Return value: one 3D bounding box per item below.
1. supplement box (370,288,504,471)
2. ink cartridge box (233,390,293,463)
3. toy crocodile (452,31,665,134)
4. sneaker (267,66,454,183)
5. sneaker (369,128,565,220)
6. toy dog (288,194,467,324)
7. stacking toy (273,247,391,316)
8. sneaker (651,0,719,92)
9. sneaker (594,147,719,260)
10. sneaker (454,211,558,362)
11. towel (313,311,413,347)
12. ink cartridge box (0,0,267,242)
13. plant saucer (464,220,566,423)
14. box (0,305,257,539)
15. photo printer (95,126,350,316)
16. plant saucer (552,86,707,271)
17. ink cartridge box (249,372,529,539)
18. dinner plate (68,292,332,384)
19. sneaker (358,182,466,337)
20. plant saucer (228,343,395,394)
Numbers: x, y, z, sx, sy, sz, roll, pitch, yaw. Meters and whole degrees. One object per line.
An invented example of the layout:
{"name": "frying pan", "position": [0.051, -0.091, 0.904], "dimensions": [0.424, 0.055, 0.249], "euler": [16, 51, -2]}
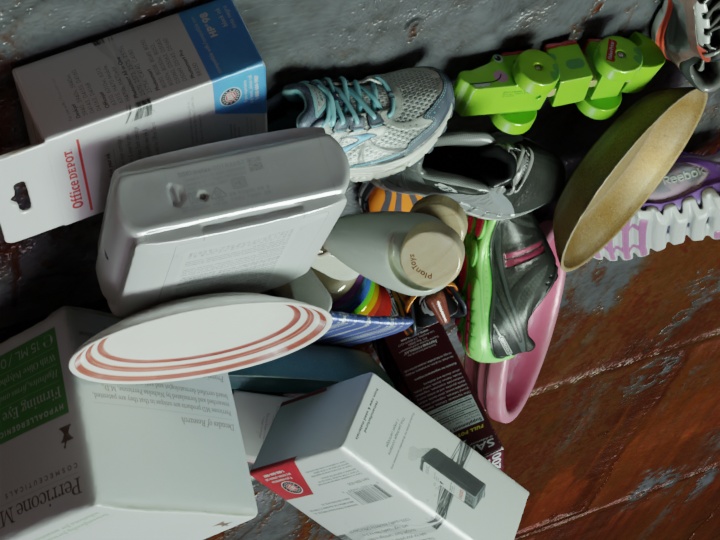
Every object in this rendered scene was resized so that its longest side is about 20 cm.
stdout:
{"name": "supplement box", "position": [0.070, 0.116, 1.693], "dimensions": [0.061, 0.200, 0.109], "euler": [-22, 154, -7]}
{"name": "ink cartridge box", "position": [-0.019, 0.168, 1.727], "dimensions": [0.200, 0.068, 0.116], "euler": [7, 170, 15]}
{"name": "toy crocodile", "position": [0.162, -0.160, 1.446], "dimensions": [0.200, 0.062, 0.068], "euler": [-11, 151, -20]}
{"name": "sneaker", "position": [-0.021, -0.110, 1.341], "dimensions": [0.200, 0.078, 0.086], "euler": [-24, 151, -7]}
{"name": "sneaker", "position": [0.109, -0.078, 1.438], "dimensions": [0.200, 0.075, 0.115], "euler": [4, -177, -32]}
{"name": "toy dog", "position": [0.000, 0.000, 1.401], "dimensions": [0.200, 0.096, 0.132], "euler": [5, -158, 31]}
{"name": "stacking toy", "position": [-0.016, 0.016, 1.576], "dimensions": [0.085, 0.085, 0.200], "euler": [-30, 158, 6]}
{"name": "sneaker", "position": [0.285, -0.214, 1.423], "dimensions": [0.077, 0.082, 0.200], "euler": [-26, 154, -3]}
{"name": "sneaker", "position": [0.285, -0.070, 1.692], "dimensions": [0.200, 0.088, 0.080], "euler": [-10, 150, -5]}
{"name": "sneaker", "position": [0.135, -0.017, 1.573], "dimensions": [0.084, 0.077, 0.200], "euler": [3, 105, -17]}
{"name": "towel", "position": [-0.074, 0.039, 1.499], "dimensions": [0.200, 0.024, 0.145], "euler": [6, 170, -22]}
{"name": "ink cartridge box", "position": [-0.168, -0.103, 1.223], "dimensions": [0.200, 0.067, 0.116], "euler": [-21, 155, -13]}
{"name": "plant saucer", "position": [0.148, 0.045, 1.707], "dimensions": [0.051, 0.201, 0.201], "euler": [15, 159, 16]}
{"name": "box", "position": [-0.232, 0.153, 1.474], "dimensions": [0.199, 0.171, 0.200], "euler": [-26, 157, 30]}
{"name": "photo printer", "position": [-0.105, -0.028, 1.266], "dimensions": [0.166, 0.069, 0.200], "euler": [-13, 165, -16]}
{"name": "plant saucer", "position": [0.227, -0.088, 1.545], "dimensions": [0.200, 0.035, 0.200], "euler": [-45, 162, -18]}
{"name": "ink cartridge box", "position": [0.027, 0.190, 1.567], "dimensions": [0.200, 0.084, 0.144], "euler": [39, 146, -22]}
{"name": "dinner plate", "position": [-0.121, 0.048, 1.328], "dimensions": [0.200, 0.024, 0.200], "euler": [-9, 163, -3]}
{"name": "sneaker", "position": [0.055, -0.014, 1.538], "dimensions": [0.078, 0.112, 0.200], "euler": [-21, 153, -2]}
{"name": "plant saucer", "position": [-0.065, 0.090, 1.627], "dimensions": [0.200, 0.036, 0.200], "euler": [4, 172, 0]}
